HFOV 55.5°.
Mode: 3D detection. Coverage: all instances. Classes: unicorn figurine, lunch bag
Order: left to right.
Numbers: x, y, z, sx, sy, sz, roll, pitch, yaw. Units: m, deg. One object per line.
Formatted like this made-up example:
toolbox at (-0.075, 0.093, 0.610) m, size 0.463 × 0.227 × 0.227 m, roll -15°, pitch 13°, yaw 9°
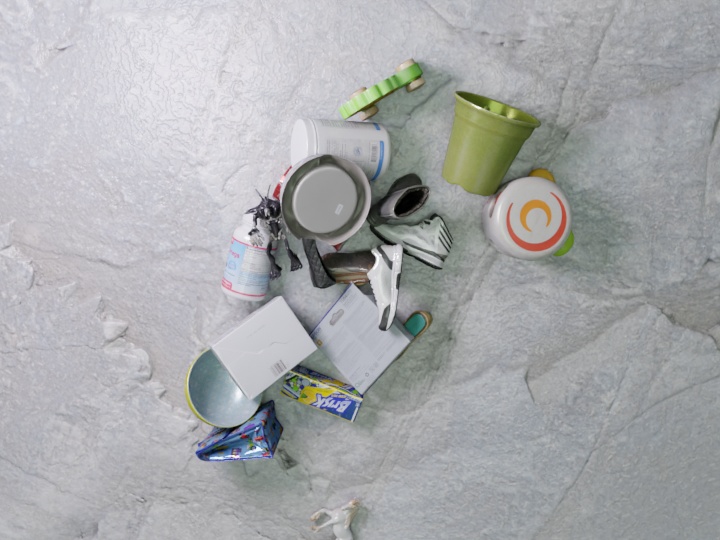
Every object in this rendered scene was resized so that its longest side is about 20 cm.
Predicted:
lunch bag at (-0.308, 0.415, 1.696) m, size 0.198 × 0.151 × 0.095 m, roll -17°, pitch 100°, yaw 6°
unicorn figurine at (-0.059, 0.665, 1.779) m, size 0.136 × 0.074 × 0.202 m, roll -12°, pitch 115°, yaw -4°

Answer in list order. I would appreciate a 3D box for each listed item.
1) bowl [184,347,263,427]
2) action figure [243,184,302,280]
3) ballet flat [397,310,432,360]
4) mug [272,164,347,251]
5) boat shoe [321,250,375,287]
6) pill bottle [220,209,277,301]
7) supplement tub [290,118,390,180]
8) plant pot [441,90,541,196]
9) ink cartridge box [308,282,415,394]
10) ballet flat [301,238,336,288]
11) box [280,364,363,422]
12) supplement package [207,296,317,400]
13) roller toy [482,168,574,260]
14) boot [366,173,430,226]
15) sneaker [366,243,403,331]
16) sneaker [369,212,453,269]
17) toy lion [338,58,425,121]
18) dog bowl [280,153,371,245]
bowl at (-0.350, 0.291, 1.684) m, size 0.201 × 0.200 × 0.107 m, roll 54°, pitch 142°, yaw -8°
action figure at (-0.189, -0.085, 1.524) m, size 0.118 × 0.102 × 0.202 m, roll -17°, pitch 110°, yaw -4°
ballet flat at (0.102, 0.168, 1.662) m, size 0.200 × 0.063 × 0.069 m, roll -40°, pitch 76°, yaw 26°
mug at (-0.085, -0.168, 1.596) m, size 0.199 × 0.178 × 0.134 m, roll 35°, pitch 139°, yaw 0°
boat shoe at (0.000, 0.000, 1.640) m, size 0.198 × 0.076 × 0.072 m, roll 4°, pitch 133°, yaw 4°
pill bottle at (-0.258, -0.037, 1.622) m, size 0.108 × 0.109 × 0.202 m, roll 15°, pitch 102°, yaw 0°
supplement tub at (-0.044, -0.267, 1.518) m, size 0.198 × 0.132 × 0.133 m, roll -1°, pitch 103°, yaw -22°
plant pot at (0.270, -0.273, 1.512) m, size 0.199 × 0.201 × 0.186 m, roll 19°, pitch 113°, yaw 0°
ink cartridge box at (0.000, 0.162, 1.651) m, size 0.200 × 0.043 × 0.197 m, roll 46°, pitch 115°, yaw 12°
ballet flat at (-0.099, -0.049, 1.553) m, size 0.056 × 0.067 × 0.201 m, roll -11°, pitch 122°, yaw 1°
box at (-0.094, 0.303, 1.704) m, size 0.198 × 0.064 × 0.071 m, roll 22°, pitch 102°, yaw 0°
supplement package at (-0.233, 0.182, 1.627) m, size 0.199 × 0.111 × 0.156 m, roll -36°, pitch 98°, yaw -16°
roller toy at (0.373, -0.120, 1.550) m, size 0.181 × 0.140 × 0.202 m, roll -14°, pitch 96°, yaw -3°
boot at (0.102, -0.166, 1.506) m, size 0.073 × 0.200 × 0.182 m, roll 44°, pitch 73°, yaw -5°
sneaker at (0.051, 0.037, 1.566) m, size 0.079 × 0.074 × 0.202 m, roll 5°, pitch 89°, yaw 1°
sneaker at (0.127, -0.095, 1.617) m, size 0.199 × 0.076 × 0.116 m, roll 27°, pitch 87°, yaw -1°
toy lion at (0.045, -0.390, 1.489) m, size 0.199 × 0.192 × 0.069 m, roll -29°, pitch 99°, yaw 8°
dog bowl at (-0.079, -0.153, 1.444) m, size 0.198 × 0.059 × 0.202 m, roll -10°, pitch 117°, yaw -19°
